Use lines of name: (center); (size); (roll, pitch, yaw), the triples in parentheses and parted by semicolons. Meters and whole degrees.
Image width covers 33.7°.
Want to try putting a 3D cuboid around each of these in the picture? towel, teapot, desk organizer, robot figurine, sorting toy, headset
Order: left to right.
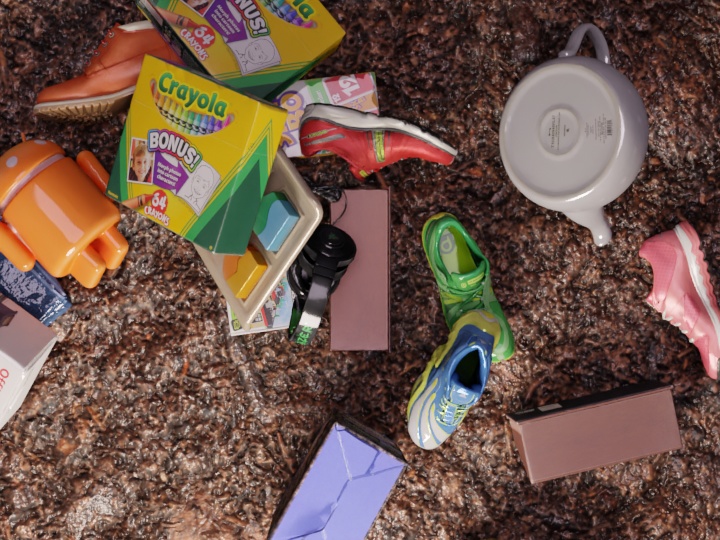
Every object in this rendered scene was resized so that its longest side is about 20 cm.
towel: (-0.457, -0.004, 1.468); (0.111, 0.049, 0.201); (-40, 91, -2)
robot figurine: (-0.371, -0.074, 1.439); (0.144, 0.117, 0.200); (-43, 90, 7)
sorting toy: (-0.136, -0.061, 1.395); (0.186, 0.036, 0.201); (55, 126, 33)
headset: (-0.060, -0.015, 1.393); (0.093, 0.124, 0.202); (18, 63, -9)
desk organizer: (0.000, 0.000, 1.477); (0.076, 0.072, 0.203); (0, 88, 0)
teapot: (0.274, -0.168, 1.460); (0.198, 0.145, 0.201); (50, 117, 25)
desk organizer: (0.290, 0.199, 1.477); (0.197, 0.072, 0.078); (-13, 91, -3)

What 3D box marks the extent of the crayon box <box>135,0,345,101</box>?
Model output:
crayon box: (-0.147, -0.310, 1.462); (0.172, 0.058, 0.201); (-40, 90, -18)

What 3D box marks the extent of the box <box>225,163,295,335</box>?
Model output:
box: (-0.122, -0.026, 1.490); (0.108, 0.035, 0.203); (-8, 89, -3)

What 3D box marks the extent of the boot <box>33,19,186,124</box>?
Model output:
boot: (-0.314, -0.246, 1.473); (0.197, 0.075, 0.109); (-17, 86, -11)

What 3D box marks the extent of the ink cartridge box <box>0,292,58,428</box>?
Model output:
ink cartridge box: (-0.480, 0.085, 1.417); (0.199, 0.085, 0.145); (37, 124, -1)

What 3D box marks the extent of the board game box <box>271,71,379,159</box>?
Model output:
board game box: (-0.074, -0.191, 1.502); (0.197, 0.030, 0.097); (-7, 89, 0)

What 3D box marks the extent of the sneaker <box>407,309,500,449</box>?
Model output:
sneaker: (0.105, 0.145, 1.435); (0.075, 0.105, 0.202); (22, 112, 1)

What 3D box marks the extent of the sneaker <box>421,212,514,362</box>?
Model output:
sneaker: (0.130, 0.024, 1.475); (0.073, 0.084, 0.202); (-26, 90, -3)

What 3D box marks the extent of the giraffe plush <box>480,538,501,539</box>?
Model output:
giraffe plush: (0.211, 0.411, 1.446); (0.160, 0.199, 0.175); (3, 84, -31)

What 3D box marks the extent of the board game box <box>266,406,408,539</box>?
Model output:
board game box: (-0.029, 0.261, 1.404); (0.096, 0.200, 0.161); (30, 87, 0)

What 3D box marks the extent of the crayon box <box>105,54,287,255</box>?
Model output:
crayon box: (-0.193, -0.135, 1.373); (0.199, 0.058, 0.175); (26, 104, 34)

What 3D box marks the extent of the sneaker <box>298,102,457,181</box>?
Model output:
sneaker: (0.020, -0.150, 1.466); (0.197, 0.077, 0.086); (12, 99, 3)

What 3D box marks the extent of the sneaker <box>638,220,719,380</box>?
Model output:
sneaker: (0.407, 0.045, 1.504); (0.086, 0.074, 0.203); (-17, 85, 11)
